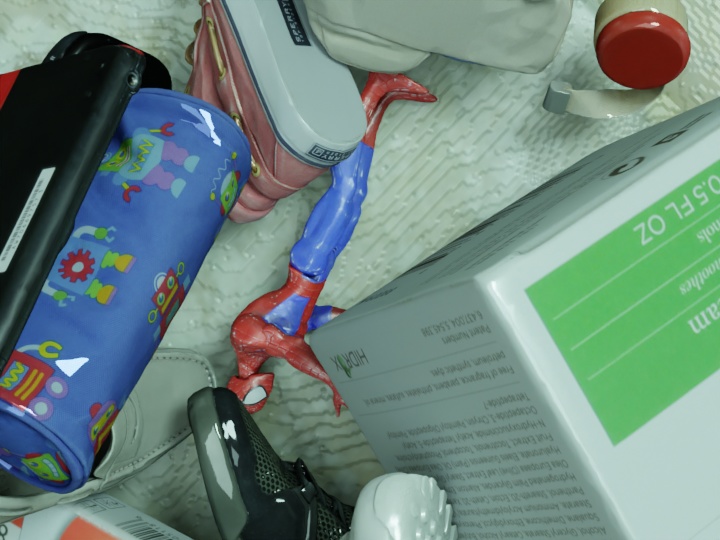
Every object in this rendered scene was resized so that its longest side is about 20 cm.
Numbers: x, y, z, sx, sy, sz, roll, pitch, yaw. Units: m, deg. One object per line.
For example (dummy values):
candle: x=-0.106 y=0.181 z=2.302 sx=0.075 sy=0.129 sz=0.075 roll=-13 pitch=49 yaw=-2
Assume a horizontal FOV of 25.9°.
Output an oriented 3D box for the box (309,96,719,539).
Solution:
box: x=0.123 y=0.043 z=0.732 sx=0.199 sy=0.200 sz=0.172 roll=-32 pitch=95 yaw=-24

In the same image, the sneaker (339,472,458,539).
sneaker: x=0.004 y=0.165 z=0.738 sx=0.080 sy=0.077 sz=0.201 roll=11 pitch=137 yaw=15

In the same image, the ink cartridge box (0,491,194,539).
ink cartridge box: x=-0.156 y=0.219 z=0.831 sx=0.162 sy=0.050 sz=0.201 roll=21 pitch=98 yaw=30

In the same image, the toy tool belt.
toy tool belt: x=0.071 y=-0.166 z=0.793 sx=0.199 sy=0.125 sz=0.123 roll=12 pitch=51 yaw=-2

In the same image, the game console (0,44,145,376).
game console: x=-0.188 y=-0.008 z=0.707 sx=0.176 sy=0.031 sz=0.201 roll=-6 pitch=53 yaw=38

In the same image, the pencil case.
pencil case: x=-0.124 y=0.005 z=0.730 sx=0.086 sy=0.078 sz=0.201 roll=16 pitch=57 yaw=16

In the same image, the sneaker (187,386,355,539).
sneaker: x=-0.015 y=0.135 z=0.836 sx=0.114 sy=0.076 sz=0.200 roll=-26 pitch=103 yaw=0

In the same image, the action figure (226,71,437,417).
action figure: x=0.000 y=0.000 z=0.834 sx=0.099 sy=0.065 sz=0.201 roll=32 pitch=95 yaw=10

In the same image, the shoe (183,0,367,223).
shoe: x=-0.067 y=-0.128 z=0.827 sx=0.091 sy=0.071 sz=0.201 roll=-36 pitch=65 yaw=40

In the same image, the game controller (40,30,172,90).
game controller: x=-0.155 y=-0.023 z=0.810 sx=0.042 sy=0.104 sz=0.201 roll=23 pitch=93 yaw=32

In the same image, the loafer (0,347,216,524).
loafer: x=-0.140 y=0.083 z=0.792 sx=0.070 sy=0.200 sz=0.070 roll=-16 pitch=96 yaw=42
